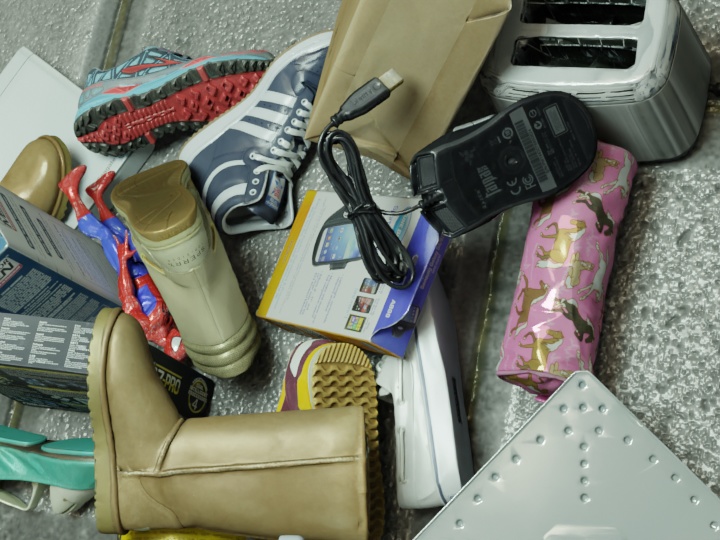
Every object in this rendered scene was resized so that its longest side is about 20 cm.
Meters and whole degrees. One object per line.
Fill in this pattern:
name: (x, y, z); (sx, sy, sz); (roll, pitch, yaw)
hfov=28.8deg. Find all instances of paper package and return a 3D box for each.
paper package: (0.043, -0.206, 1.094); (0.103, 0.191, 0.201); (19, 42, -8)

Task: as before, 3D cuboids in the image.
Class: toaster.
toaster: (0.185, -0.155, 1.083); (0.198, 0.129, 0.115); (8, 76, 27)

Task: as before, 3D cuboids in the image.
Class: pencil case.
pencil case: (0.156, -0.001, 1.064); (0.082, 0.086, 0.202); (-5, 68, 51)

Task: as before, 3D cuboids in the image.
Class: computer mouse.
computer mouse: (0.064, -0.092, 1.021); (0.199, 0.046, 0.141); (-32, 99, -4)

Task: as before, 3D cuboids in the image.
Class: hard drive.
hard drive: (-0.304, -0.119, 1.361); (0.200, 0.027, 0.132); (36, 89, 30)

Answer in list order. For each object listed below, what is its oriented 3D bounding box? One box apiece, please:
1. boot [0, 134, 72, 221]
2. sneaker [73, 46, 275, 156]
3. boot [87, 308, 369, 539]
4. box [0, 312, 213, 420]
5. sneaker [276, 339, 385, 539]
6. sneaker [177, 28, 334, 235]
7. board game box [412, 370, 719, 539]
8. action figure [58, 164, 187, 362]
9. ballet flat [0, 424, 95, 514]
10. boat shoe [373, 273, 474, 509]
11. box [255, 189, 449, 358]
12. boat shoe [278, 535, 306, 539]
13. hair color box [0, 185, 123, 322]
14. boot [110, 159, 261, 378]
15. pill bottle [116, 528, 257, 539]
boot: (-0.362, -0.046, 1.238); (0.066, 0.199, 0.176); (31, 105, 32)
sneaker: (-0.170, -0.178, 1.283); (0.198, 0.080, 0.096); (-12, 51, 5)
boot: (-0.094, 0.113, 1.029); (0.198, 0.066, 0.177); (-2, 98, 5)
box: (-0.248, 0.083, 1.183); (0.198, 0.161, 0.050); (4, 73, 27)
sneaker: (-0.029, 0.156, 1.113); (0.090, 0.074, 0.202); (179, 95, -65)
sneaker: (-0.065, -0.113, 1.218); (0.200, 0.070, 0.109); (-38, 55, 16)
board game box: (0.159, 0.209, 0.985); (0.200, 0.026, 0.200); (44, 93, 10)
action figure: (-0.201, -0.004, 1.240); (0.052, 0.065, 0.201); (-34, 71, 18)
ballet flat: (-0.273, 0.176, 1.225); (0.198, 0.067, 0.071); (3, 97, 26)
boat shoe: (0.042, 0.086, 1.095); (0.065, 0.074, 0.202); (-13, 66, 16)
box: (0.000, 0.000, 1.119); (0.199, 0.041, 0.120); (11, 75, 54)
boat shoe: (-0.026, 0.273, 1.016); (0.061, 0.201, 0.072); (-1, 32, 9)
hair color box: (-0.281, -0.004, 1.206); (0.060, 0.200, 0.100); (-41, 60, 6)
boot: (-0.145, -0.004, 1.195); (0.072, 0.156, 0.200); (-26, 23, -8)
pill bottle: (-0.139, 0.244, 1.100); (0.112, 0.113, 0.202); (-6, 70, 23)
